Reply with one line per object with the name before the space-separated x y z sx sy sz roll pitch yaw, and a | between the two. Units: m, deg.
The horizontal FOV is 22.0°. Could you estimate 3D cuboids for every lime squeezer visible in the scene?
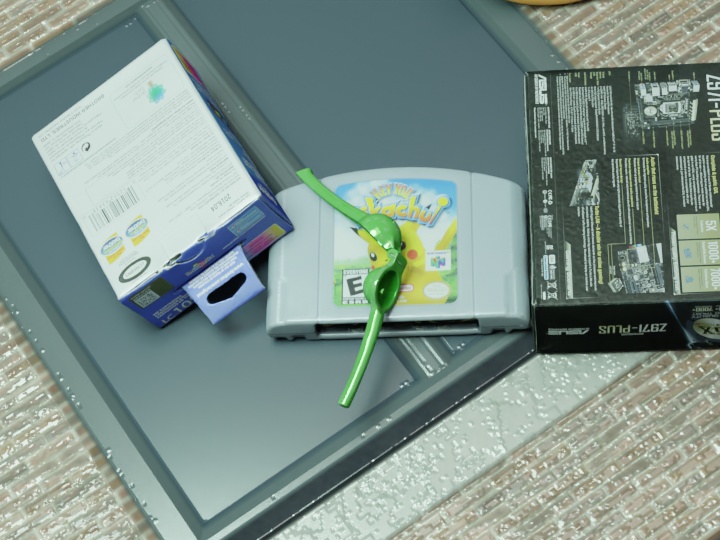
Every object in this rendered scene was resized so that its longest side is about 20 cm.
lime squeezer | 0.000 0.000 1.366 0.070 0.038 0.201 -11 63 1

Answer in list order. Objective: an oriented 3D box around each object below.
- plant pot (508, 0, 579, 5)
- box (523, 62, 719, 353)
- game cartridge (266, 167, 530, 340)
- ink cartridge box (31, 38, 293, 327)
plant pot | 0.150 -0.335 1.480 0.199 0.200 0.140 -8 47 2
box | 0.205 -0.047 1.377 0.163 0.086 0.201 -3 63 5
game cartridge | 0.028 -0.014 1.411 0.199 0.041 0.134 -3 59 5
ink cartridge box | -0.146 -0.055 1.411 0.136 0.076 0.200 -36 62 6
